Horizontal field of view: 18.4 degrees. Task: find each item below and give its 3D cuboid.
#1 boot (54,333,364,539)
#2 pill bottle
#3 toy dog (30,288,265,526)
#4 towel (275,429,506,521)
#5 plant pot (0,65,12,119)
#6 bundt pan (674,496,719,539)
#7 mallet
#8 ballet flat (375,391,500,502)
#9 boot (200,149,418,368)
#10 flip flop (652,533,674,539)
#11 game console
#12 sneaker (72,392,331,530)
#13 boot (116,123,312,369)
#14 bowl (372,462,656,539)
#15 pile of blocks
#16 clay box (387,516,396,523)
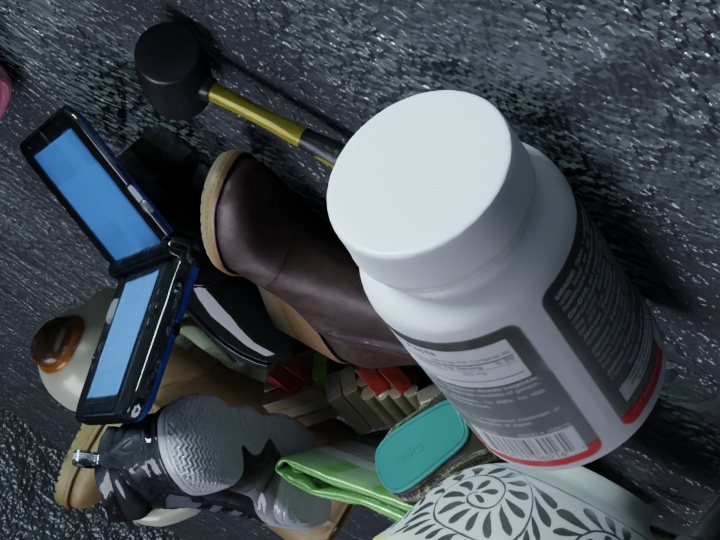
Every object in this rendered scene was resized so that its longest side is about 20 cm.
[{"bbox_3d":[-0.108,0.150,1.627,0.200,0.175,0.066,33,-159,7],"label":"boot"},{"bbox_3d":[0.068,0.006,1.105,0.114,0.114,0.200,23,161,39],"label":"pill bottle"},{"bbox_3d":[-0.161,0.091,1.753,0.200,0.194,0.140,27,176,25],"label":"toy dog"},{"bbox_3d":[0.051,0.146,1.521,0.149,0.031,0.200,16,-168,29],"label":"towel"},{"bbox_3d":[-0.370,-0.134,1.535,0.179,0.200,0.200,49,167,7],"label":"plant pot"},{"bbox_3d":[0.279,0.182,1.266,0.202,0.076,0.202,33,166,9],"label":"bundt pan"},{"bbox_3d":[-0.040,-0.080,1.238,0.200,0.041,0.066,26,167,18],"label":"mallet"},{"bbox_3d":[0.086,0.085,1.373,0.200,0.075,0.068,-42,60,47],"label":"ballet flat"},{"bbox_3d":[0.000,0.000,1.384,0.166,0.073,0.200,13,154,25],"label":"boot"},{"bbox_3d":[0.188,0.220,1.624,0.200,0.058,0.081,14,159,48],"label":"flip flop"},{"bbox_3d":[-0.184,0.003,1.462,0.118,0.171,0.200,21,170,-14],"label":"game console"},{"bbox_3d":[-0.107,0.135,1.499,0.114,0.076,0.200,-13,156,27],"label":"sneaker"},{"bbox_3d":[-0.093,-0.010,1.535,0.165,0.066,0.200,32,161,6],"label":"boot"},{"bbox_3d":[0.116,0.167,1.334,0.200,0.094,0.201,26,169,6],"label":"bowl"},{"bbox_3d":[0.011,0.068,1.509,0.199,0.082,0.062,4,148,36],"label":"pile of blocks"},{"bbox_3d":[0.097,0.184,1.574,0.115,0.048,0.200,9,-170,-22],"label":"clay box"}]
